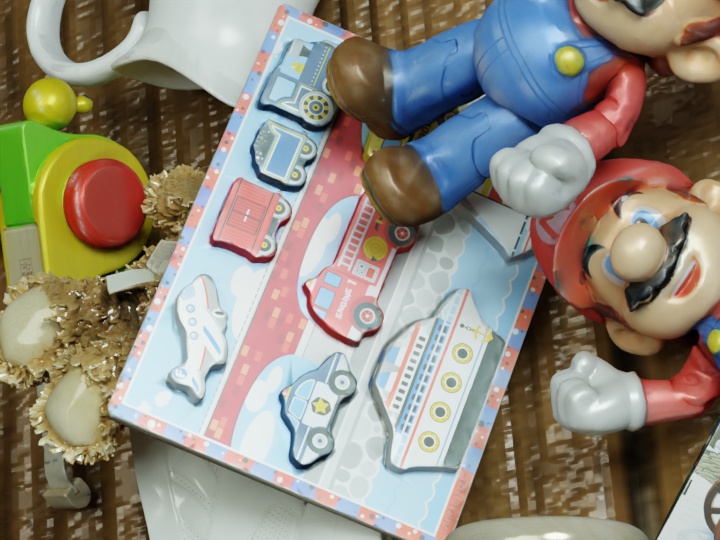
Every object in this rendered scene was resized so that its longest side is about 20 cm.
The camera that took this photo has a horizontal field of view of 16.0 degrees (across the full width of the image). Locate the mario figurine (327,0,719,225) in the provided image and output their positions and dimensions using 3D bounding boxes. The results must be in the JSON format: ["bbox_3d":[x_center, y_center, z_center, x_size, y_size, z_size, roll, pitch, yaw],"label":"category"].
[{"bbox_3d":[0.075,-0.101,1.005,0.200,0.106,0.123,-30,100,22],"label":"mario figurine"}]

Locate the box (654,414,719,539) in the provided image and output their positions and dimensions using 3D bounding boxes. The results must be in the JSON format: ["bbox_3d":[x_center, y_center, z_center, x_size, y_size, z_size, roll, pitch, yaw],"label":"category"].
[{"bbox_3d":[0.225,0.089,0.931,0.200,0.038,0.137,28,89,8],"label":"box"}]

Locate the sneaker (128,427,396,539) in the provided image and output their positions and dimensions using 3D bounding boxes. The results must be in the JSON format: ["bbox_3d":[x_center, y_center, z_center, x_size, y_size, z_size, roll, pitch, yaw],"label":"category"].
[{"bbox_3d":[-0.034,0.100,1.114,0.116,0.074,0.200,-19,58,6],"label":"sneaker"}]

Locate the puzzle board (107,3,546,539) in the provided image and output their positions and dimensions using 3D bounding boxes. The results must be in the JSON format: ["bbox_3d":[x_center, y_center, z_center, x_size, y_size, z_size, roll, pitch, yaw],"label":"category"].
[{"bbox_3d":[0.000,0.000,1.075,0.151,0.017,0.200,23,70,-3],"label":"puzzle board"}]

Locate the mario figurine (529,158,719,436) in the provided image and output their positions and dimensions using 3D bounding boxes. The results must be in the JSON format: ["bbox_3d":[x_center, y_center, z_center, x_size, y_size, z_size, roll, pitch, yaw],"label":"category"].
[{"bbox_3d":[0.147,0.019,1.003,0.200,0.106,0.123,32,56,26],"label":"mario figurine"}]

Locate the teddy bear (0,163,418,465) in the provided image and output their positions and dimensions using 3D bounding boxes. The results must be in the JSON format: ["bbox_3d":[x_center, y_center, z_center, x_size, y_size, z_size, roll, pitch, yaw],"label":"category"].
[{"bbox_3d":[-0.063,0.016,1.116,0.145,0.067,0.200,29,57,37],"label":"teddy bear"}]

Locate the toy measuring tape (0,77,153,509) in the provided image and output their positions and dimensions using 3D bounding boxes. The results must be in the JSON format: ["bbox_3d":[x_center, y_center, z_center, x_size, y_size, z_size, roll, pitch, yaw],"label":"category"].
[{"bbox_3d":[-0.127,0.009,1.204,0.074,0.074,0.200,-6,92,28],"label":"toy measuring tape"}]

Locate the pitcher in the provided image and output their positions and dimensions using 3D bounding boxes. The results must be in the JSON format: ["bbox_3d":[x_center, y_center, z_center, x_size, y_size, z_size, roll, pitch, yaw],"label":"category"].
[{"bbox_3d":[-0.073,-0.175,1.192,0.171,0.121,0.200,10,89,28],"label":"pitcher"}]

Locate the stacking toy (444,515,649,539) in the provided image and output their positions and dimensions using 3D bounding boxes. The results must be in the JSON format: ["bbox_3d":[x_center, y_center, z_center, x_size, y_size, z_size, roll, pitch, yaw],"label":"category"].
[{"bbox_3d":[0.074,0.200,1.007,0.085,0.085,0.200,-7,74,28],"label":"stacking toy"}]
